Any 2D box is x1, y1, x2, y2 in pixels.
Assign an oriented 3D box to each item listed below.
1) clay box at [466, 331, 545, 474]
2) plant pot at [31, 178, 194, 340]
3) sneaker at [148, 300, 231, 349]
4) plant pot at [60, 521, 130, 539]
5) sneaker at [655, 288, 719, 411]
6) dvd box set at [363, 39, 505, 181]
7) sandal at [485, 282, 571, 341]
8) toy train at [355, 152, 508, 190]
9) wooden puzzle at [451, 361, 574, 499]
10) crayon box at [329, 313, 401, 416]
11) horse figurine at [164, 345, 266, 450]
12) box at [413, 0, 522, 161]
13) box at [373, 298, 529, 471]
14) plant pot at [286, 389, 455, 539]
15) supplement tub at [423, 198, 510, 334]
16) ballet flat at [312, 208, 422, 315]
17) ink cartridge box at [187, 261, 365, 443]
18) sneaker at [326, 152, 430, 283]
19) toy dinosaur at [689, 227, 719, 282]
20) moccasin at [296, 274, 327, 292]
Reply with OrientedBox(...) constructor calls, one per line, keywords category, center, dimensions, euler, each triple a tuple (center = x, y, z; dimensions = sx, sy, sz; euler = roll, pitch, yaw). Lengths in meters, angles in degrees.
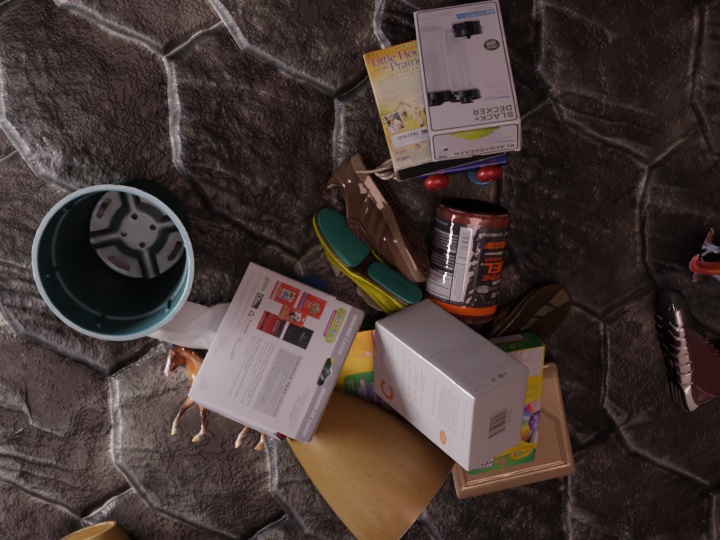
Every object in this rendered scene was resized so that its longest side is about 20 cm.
OrientedBox(category="clay box", center=(0.197, 0.191, 1.452), dimensions=(0.115, 0.048, 0.201), euler=(-8, 118, -15))
OrientedBox(category="plant pot", center=(-0.310, -0.032, 1.350), dimensions=(0.199, 0.196, 0.201), euler=(-1, 105, -3))
OrientedBox(category="sneaker", center=(-0.223, 0.085, 1.457), dimensions=(0.199, 0.088, 0.075), euler=(17, 63, -27))
OrientedBox(category="plant pot", center=(-0.374, 0.482, 1.503), dimensions=(0.186, 0.186, 0.201), euler=(-16, 92, 2))
OrientedBox(category="sneaker", center=(0.505, 0.103, 1.495), dimensions=(0.115, 0.076, 0.201), euler=(-17, 116, -3))
OrientedBox(category="dvd box set", center=(0.094, -0.220, 1.334), dimensions=(0.146, 0.201, 0.029), euler=(-15, 150, 1))
OrientedBox(category="sandal", center=(0.220, 0.088, 1.478), dimensions=(0.200, 0.055, 0.082), euler=(-46, 125, 0))
OrientedBox(category="toy train", center=(0.098, -0.143, 1.387), dimensions=(0.199, 0.116, 0.085), euler=(-9, 81, 5))
OrientedBox(category="wooden puzzle", center=(0.218, 0.240, 1.535), dimensions=(0.184, 0.037, 0.201), euler=(-13, 110, 1))
OrientedBox(category="crayon box", center=(0.022, 0.170, 1.491), dimensions=(0.118, 0.058, 0.201), euler=(-10, 106, 0))
OrientedBox(category="horse figurine", center=(-0.194, 0.189, 1.486), dimensions=(0.199, 0.050, 0.133), euler=(10, 87, 3))
OrientedBox(category="box", center=(0.134, -0.241, 1.287), dimensions=(0.116, 0.060, 0.201), euler=(-6, 61, 5))
OrientedBox(category="box", center=(0.115, 0.146, 1.346), dimensions=(0.097, 0.200, 0.125), euler=(-22, 130, -31))
OrientedBox(category="plant pot", center=(0.002, 0.260, 1.406), dimensions=(0.200, 0.186, 0.187), euler=(38, 101, 3))
OrientedBox(category="supplement tub", center=(0.146, 0.005, 1.429), dimensions=(0.107, 0.107, 0.201), euler=(6, 106, -4))
OrientedBox(category="ballet flat", center=(0.000, 0.000, 1.434), dimensions=(0.200, 0.067, 0.067), euler=(42, 138, 7))
OrientedBox(category="ink cartridge box", center=(-0.107, 0.118, 1.373), dimensions=(0.175, 0.084, 0.200), euler=(22, 76, 8))
OrientedBox(category="sneaker", center=(0.025, -0.063, 1.414), dimensions=(0.075, 0.070, 0.200), euler=(-31, 82, 26))
OrientedBox(category="toy dinosaur", center=(0.565, 0.018, 1.434), dimensions=(0.181, 0.200, 0.105), euler=(24, 123, 23))
OrientedBox(category="moccasin", center=(-0.096, 0.105, 1.460), dimensions=(0.080, 0.068, 0.201), euler=(17, 81, 7))
